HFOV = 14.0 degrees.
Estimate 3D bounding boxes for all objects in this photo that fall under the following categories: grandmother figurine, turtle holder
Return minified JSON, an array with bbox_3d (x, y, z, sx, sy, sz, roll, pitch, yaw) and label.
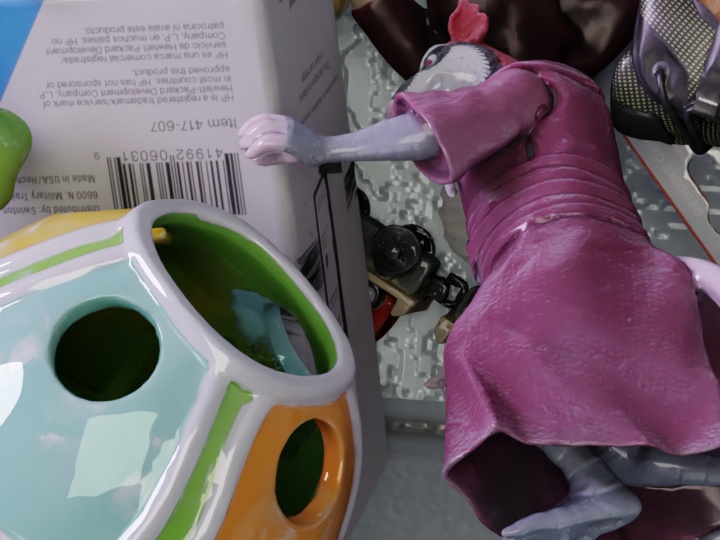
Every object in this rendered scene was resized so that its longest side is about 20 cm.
[{"bbox_3d":[0.046,-0.101,0.998,0.121,0.061,0.200,-4,88,-7],"label":"grandmother figurine"},{"bbox_3d":[-0.075,0.038,0.881,0.132,0.141,0.186,-52,38,27],"label":"turtle holder"}]

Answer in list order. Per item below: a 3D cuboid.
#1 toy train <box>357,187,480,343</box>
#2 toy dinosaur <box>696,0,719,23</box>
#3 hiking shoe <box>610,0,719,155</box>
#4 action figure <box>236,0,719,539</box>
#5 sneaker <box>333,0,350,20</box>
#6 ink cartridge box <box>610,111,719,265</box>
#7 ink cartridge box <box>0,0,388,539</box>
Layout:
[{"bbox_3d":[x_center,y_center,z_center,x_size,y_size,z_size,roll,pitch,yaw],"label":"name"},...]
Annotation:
[{"bbox_3d":[0.000,0.000,1.019,0.200,0.034,0.046,32,99,10],"label":"toy train"},{"bbox_3d":[0.087,-0.122,0.887,0.200,0.060,0.106,42,101,22],"label":"toy dinosaur"},{"bbox_3d":[0.134,-0.059,0.933,0.101,0.076,0.200,-36,72,19],"label":"hiking shoe"},{"bbox_3d":[0.061,-0.010,0.889,0.149,0.134,0.200,-26,56,18],"label":"action figure"},{"bbox_3d":[-0.091,-0.132,1.025,0.200,0.076,0.088,41,104,18],"label":"sneaker"},{"bbox_3d":[0.195,-0.068,0.975,0.200,0.050,0.109,-36,82,11],"label":"ink cartridge box"},{"bbox_3d":[-0.078,-0.008,0.973,0.146,0.084,0.200,0,113,15],"label":"ink cartridge box"}]
